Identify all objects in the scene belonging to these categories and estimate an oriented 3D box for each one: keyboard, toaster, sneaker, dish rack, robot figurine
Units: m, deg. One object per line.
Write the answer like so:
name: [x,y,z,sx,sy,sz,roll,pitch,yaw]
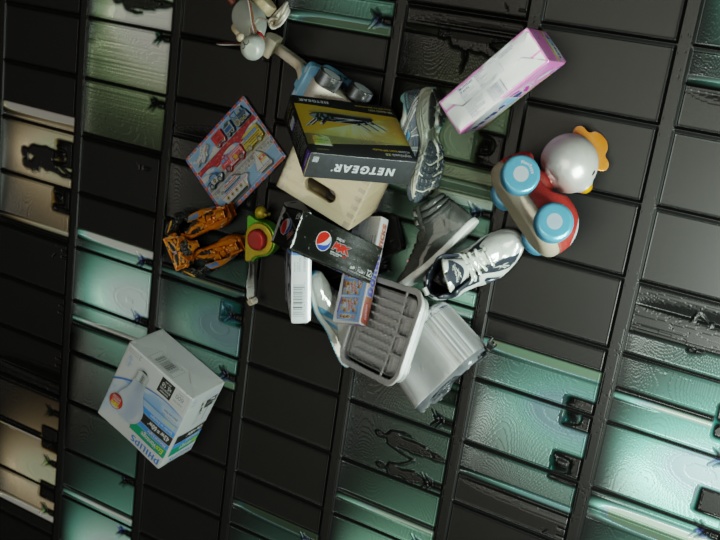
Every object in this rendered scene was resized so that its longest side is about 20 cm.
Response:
keyboard: [0.004,-0.025,1.716,0.197,0.039,0.106,-22,67,31]
toaster: [0.138,0.149,1.629,0.130,0.113,0.200,49,119,12]
sneaker: [0.114,-0.056,1.627,0.200,0.070,0.100,-46,77,21]
sneaker: [0.100,-0.224,1.605,0.085,0.077,0.205,12,99,37]
sneaker: [-0.036,0.083,1.719,0.080,0.077,0.202,-23,108,14]
dish rack: [0.047,0.107,1.610,0.199,0.043,0.175,17,89,56]
robot figurine: [-0.326,-0.062,1.854,0.197,0.058,0.147,-19,97,29]
sneaker: [0.187,-0.005,1.553,0.196,0.129,0.081,-23,89,19]

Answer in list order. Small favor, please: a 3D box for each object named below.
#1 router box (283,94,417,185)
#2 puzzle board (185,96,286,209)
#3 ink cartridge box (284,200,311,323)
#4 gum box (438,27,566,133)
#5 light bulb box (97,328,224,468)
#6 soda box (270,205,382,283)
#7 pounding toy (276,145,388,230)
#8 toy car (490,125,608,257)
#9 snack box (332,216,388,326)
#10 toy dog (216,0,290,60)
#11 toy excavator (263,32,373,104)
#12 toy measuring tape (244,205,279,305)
router box: [-0.019,-0.222,1.535,0.159,0.196,0.053,-111,33,-40]
puzzle board: [-0.254,-0.225,1.811,0.199,0.017,0.152,-40,81,28]
ink cartridge box: [-0.120,-0.024,1.687,0.042,0.200,0.203,-1,102,-8]
gum box: [0.230,-0.307,1.486,0.199,0.113,0.067,-37,83,28]
light bulb box: [-0.431,0.274,1.943,0.197,0.124,0.202,36,113,16]
soda box: [-0.056,-0.045,1.570,0.063,0.198,0.072,17,85,49]
pounding toy: [-0.063,-0.167,1.644,0.198,0.184,0.144,31,112,9]
toy car: [0.331,-0.144,1.465,0.198,0.184,0.178,-35,83,0]
snack box: [0.000,0.000,1.661,0.071,0.024,0.204,2,75,43]
toy dog: [-0.213,-0.460,1.650,0.095,0.200,0.133,32,95,-23]
toy excavator: [-0.090,-0.350,1.660,0.192,0.201,0.101,21,116,-25]
toy measuring tape: [-0.192,-0.026,1.791,0.072,0.073,0.205,9,104,25]
